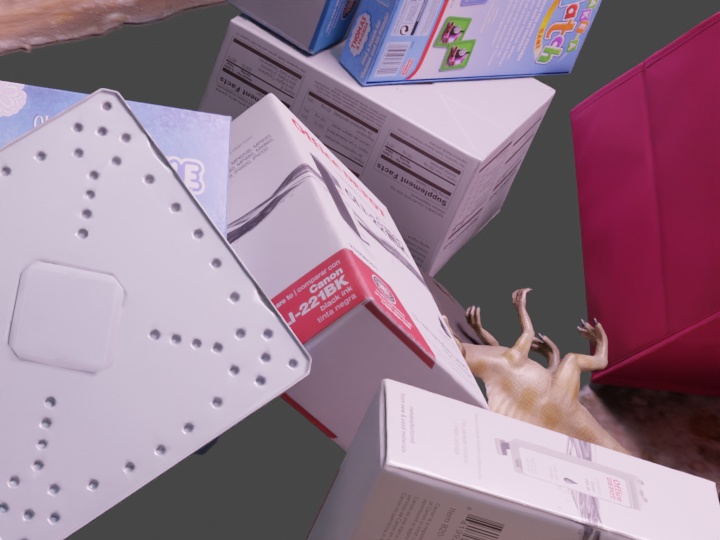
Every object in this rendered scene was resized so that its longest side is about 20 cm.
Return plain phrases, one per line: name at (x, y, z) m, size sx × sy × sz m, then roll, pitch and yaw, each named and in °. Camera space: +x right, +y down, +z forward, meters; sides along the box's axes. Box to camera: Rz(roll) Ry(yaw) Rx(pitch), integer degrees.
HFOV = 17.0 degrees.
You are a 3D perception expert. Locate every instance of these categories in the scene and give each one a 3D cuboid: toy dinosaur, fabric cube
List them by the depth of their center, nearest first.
toy dinosaur at (0.122, 0.079, 1.557) m, size 0.200 × 0.058 × 0.101 m, roll 33°, pitch 51°, yaw -13°
fabric cube at (0.276, -0.036, 1.613) m, size 0.196 × 0.200 × 0.200 m, roll 8°, pitch 69°, yaw -26°

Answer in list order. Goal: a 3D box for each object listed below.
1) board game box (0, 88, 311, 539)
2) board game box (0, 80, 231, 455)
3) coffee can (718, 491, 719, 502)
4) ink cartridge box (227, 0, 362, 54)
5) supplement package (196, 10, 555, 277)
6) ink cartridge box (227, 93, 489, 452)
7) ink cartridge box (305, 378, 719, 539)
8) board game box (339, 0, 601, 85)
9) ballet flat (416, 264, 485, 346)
board game box at (-0.161, 0.029, 1.312) m, size 0.200 × 0.026 × 0.200 m, roll -33°, pitch 82°, yaw -21°
board game box at (-0.176, -0.005, 1.368) m, size 0.199 × 0.043 × 0.200 m, roll 7°, pitch 69°, yaw -18°
coffee can at (0.309, 0.120, 1.465) m, size 0.146 × 0.200 × 0.146 m, roll 17°, pitch 31°, yaw -11°
ink cartridge box at (0.005, -0.252, 1.670) m, size 0.085 × 0.145 × 0.200 m, roll 32°, pitch 32°, yaw 17°
supplement package at (0.008, -0.106, 1.696) m, size 0.200 × 0.111 × 0.156 m, roll 31°, pitch 31°, yaw 11°
ink cartridge box at (-0.020, 0.010, 1.461) m, size 0.144 × 0.084 × 0.200 m, roll 44°, pitch 14°, yaw -44°
ink cartridge box at (0.079, 0.162, 1.296) m, size 0.200 × 0.147 × 0.083 m, roll 18°, pitch 31°, yaw -11°
board game box at (0.093, -0.201, 1.645) m, size 0.200 × 0.152 × 0.037 m, roll -6°, pitch 40°, yaw -40°
ballet flat at (0.000, 0.000, 1.602) m, size 0.200 × 0.046 × 0.067 m, roll 40°, pitch 12°, yaw 16°
